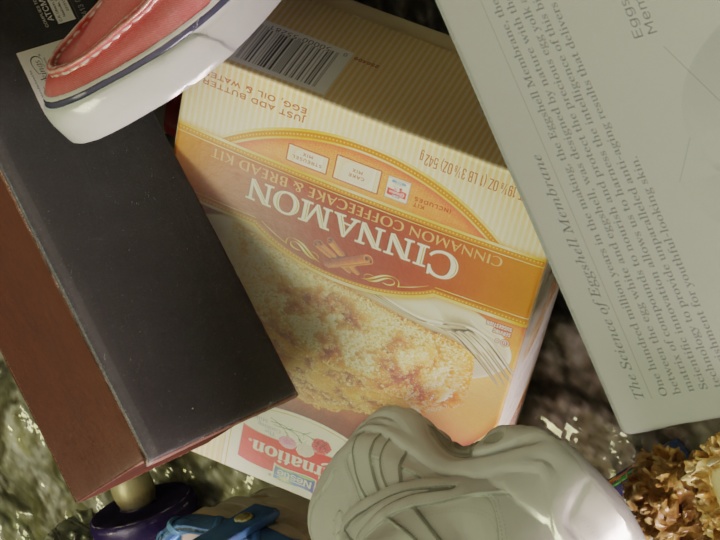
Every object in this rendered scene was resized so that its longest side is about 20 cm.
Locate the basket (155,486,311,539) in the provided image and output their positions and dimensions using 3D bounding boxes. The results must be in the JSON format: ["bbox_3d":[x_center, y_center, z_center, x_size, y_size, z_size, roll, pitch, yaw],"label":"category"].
[{"bbox_3d":[-0.039,0.183,1.031,0.139,0.200,0.176,12,124,47],"label":"basket"}]

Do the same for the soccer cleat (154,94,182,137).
[{"bbox_3d":[-0.037,-0.129,0.955,0.073,0.068,0.200,23,128,1],"label":"soccer cleat"}]

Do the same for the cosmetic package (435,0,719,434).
[{"bbox_3d":[0.150,-0.070,0.752,0.200,0.123,0.199,-13,104,46],"label":"cosmetic package"}]

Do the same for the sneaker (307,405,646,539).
[{"bbox_3d":[0.016,0.107,0.874,0.078,0.099,0.200,52,158,-10],"label":"sneaker"}]

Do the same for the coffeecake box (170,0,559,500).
[{"bbox_3d":[0.000,0.000,0.948,0.153,0.073,0.200,21,130,10],"label":"coffeecake box"}]

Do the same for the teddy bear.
[{"bbox_3d":[0.164,0.087,0.833,0.145,0.200,0.067,-9,68,20],"label":"teddy bear"}]

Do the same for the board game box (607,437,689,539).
[{"bbox_3d":[0.142,0.182,0.981,0.200,0.034,0.135,55,138,3],"label":"board game box"}]

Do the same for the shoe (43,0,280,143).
[{"bbox_3d":[-0.056,-0.142,0.852,0.091,0.200,0.071,51,173,-26],"label":"shoe"}]

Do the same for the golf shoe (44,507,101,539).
[{"bbox_3d":[-0.110,0.221,1.227,0.200,0.078,0.097,55,145,5],"label":"golf shoe"}]

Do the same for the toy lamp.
[{"bbox_3d":[-0.125,0.069,1.161,0.058,0.058,0.200,-2,110,45],"label":"toy lamp"}]

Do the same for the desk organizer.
[{"bbox_3d":[-0.113,-0.017,0.910,0.077,0.072,0.200,-34,82,56],"label":"desk organizer"}]
